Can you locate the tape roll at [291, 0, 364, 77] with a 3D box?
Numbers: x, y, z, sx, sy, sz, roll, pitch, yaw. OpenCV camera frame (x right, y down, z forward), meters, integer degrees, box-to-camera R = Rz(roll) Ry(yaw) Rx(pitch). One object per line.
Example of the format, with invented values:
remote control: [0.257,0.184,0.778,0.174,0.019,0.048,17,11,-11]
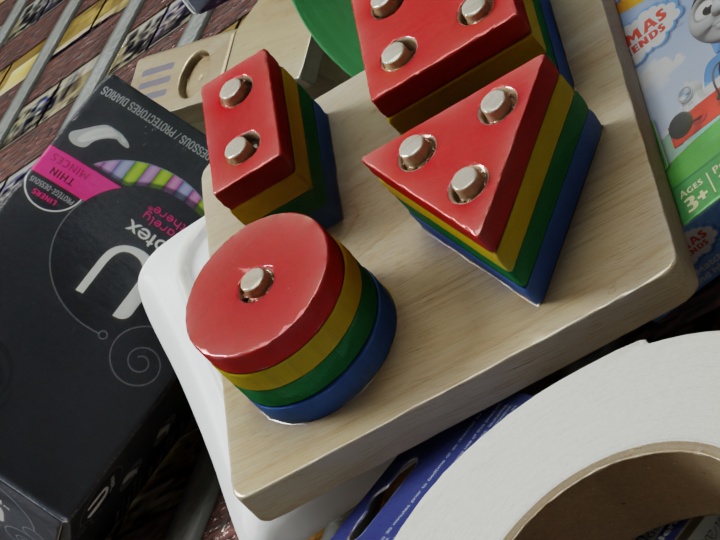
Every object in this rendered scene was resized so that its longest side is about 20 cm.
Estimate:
tape roll: [0.062,-0.163,1.129,0.200,0.200,0.048,-36,21,23]

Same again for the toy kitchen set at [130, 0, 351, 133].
toy kitchen set: [-0.061,-0.183,1.354,0.180,0.163,0.201,-10,61,52]

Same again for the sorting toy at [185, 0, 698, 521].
sorting toy: [0.014,-0.033,0.995,0.200,0.070,0.199,-29,41,18]

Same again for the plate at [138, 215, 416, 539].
plate: [0.000,0.000,1.068,0.200,0.032,0.200,-35,41,7]

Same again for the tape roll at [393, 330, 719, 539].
tape roll: [0.087,0.105,0.756,0.202,0.037,0.203,-26,37,21]

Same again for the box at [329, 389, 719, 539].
box: [0.055,0.101,0.888,0.121,0.032,0.200,-50,23,-14]

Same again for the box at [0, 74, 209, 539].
box: [-0.132,0.029,1.203,0.200,0.122,0.106,-55,-8,-23]

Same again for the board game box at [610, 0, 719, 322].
board game box: [0.143,-0.094,1.016,0.151,0.037,0.200,-39,36,17]

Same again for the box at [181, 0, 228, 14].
box: [-0.040,-0.272,1.553,0.148,0.104,0.200,-35,-4,-46]
